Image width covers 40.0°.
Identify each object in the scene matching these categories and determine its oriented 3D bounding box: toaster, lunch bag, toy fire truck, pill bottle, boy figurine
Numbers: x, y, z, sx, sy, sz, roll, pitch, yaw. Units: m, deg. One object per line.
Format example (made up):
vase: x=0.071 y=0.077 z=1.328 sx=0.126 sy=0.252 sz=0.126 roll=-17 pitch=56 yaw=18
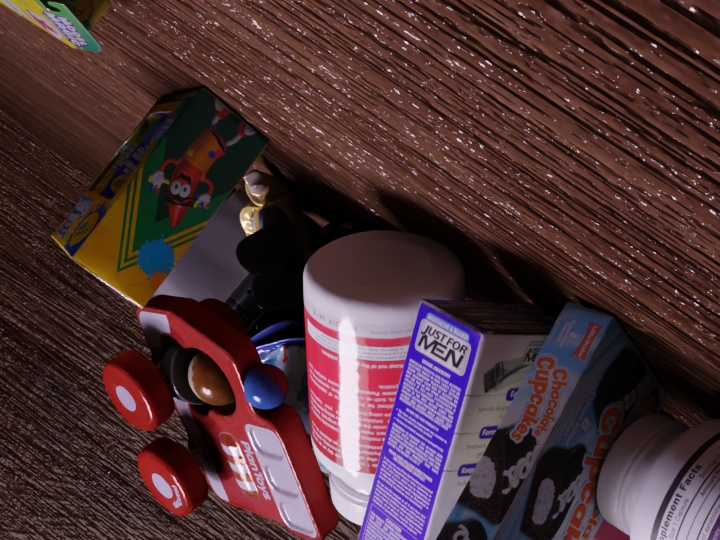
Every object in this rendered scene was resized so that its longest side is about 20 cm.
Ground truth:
toaster: x=-0.112 y=0.031 z=1.061 sx=0.119 sy=0.181 sz=0.200 roll=36 pitch=175 yaw=36
lunch bag: x=-0.036 y=0.135 z=0.966 sx=0.199 sy=0.128 sz=0.170 roll=-1 pitch=154 yaw=35
toy fire truck: x=-0.102 y=0.113 z=0.789 sx=0.168 sy=0.112 sz=0.201 roll=5 pitch=120 yaw=44
pill bottle: x=0.017 y=0.082 z=0.716 sx=0.112 sy=0.112 sz=0.201 roll=29 pitch=130 yaw=43
boy figurine: x=-0.078 y=-0.034 z=0.888 sx=0.200 sy=0.064 sz=0.125 roll=-117 pitch=7 yaw=-71
pill bottle: x=0.232 y=0.156 z=0.550 sx=0.112 sy=0.113 sz=0.200 roll=42 pitch=171 yaw=-39

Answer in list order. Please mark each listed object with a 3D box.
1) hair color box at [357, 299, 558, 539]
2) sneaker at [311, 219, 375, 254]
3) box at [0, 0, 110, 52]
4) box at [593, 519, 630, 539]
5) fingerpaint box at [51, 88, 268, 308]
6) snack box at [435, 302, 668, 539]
hair color box: x=0.071 y=0.123 z=0.649 sx=0.109 sy=0.201 sz=0.065 roll=4 pitch=-163 yaw=-40
sneaker: x=0.000 y=0.000 z=0.844 sx=0.099 sy=0.070 sz=0.200 roll=41 pitch=166 yaw=-5
box: x=-0.258 y=-0.228 z=0.678 sx=0.200 sy=0.048 sz=0.117 roll=36 pitch=173 yaw=25
box: x=0.180 y=0.151 z=0.770 sx=0.200 sy=0.109 sz=0.128 roll=36 pitch=172 yaw=3
fingerpaint box: x=-0.181 y=-0.067 z=0.848 sx=0.073 sy=0.167 sz=0.200 roll=39 pitch=173 yaw=-21
snack box: x=0.114 y=0.133 z=0.606 sx=0.037 sy=0.200 sz=0.116 roll=21 pitch=165 yaw=41
